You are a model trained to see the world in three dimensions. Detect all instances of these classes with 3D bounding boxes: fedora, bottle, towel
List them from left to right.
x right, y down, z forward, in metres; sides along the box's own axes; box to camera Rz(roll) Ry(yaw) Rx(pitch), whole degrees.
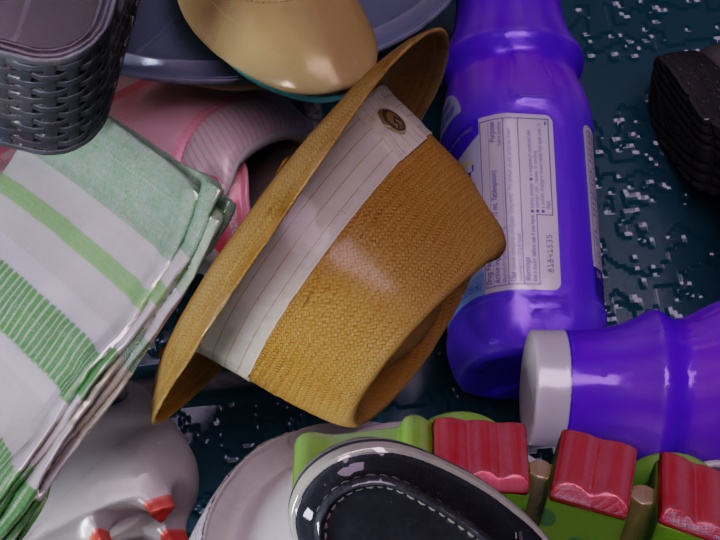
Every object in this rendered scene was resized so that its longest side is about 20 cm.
[{"bbox_3d":[-0.140,0.030,0.814,0.200,0.023,0.152,-56,39,-2],"label":"towel"},{"bbox_3d":[0.000,0.000,0.822,0.082,0.201,0.201,37,69,4],"label":"fedora"},{"bbox_3d":[0.070,-0.047,0.939,0.065,0.084,0.200,2,69,-9],"label":"bottle"},{"bbox_3d":[0.166,0.051,0.848,0.200,0.084,0.065,2,38,-3],"label":"bottle"}]

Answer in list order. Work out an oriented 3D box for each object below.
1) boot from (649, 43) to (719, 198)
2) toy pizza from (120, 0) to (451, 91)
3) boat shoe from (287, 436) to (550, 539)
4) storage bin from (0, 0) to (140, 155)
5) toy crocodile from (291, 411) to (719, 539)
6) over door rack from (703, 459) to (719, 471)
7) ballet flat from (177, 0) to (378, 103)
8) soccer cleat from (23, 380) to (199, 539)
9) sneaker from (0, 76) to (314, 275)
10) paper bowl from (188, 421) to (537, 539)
[{"bbox_3d":[0.227,-0.045,0.953,0.131,0.070,0.200,-15,57,-12],"label":"boot"},{"bbox_3d":[-0.052,-0.128,0.951,0.200,0.032,0.200,-3,35,2],"label":"toy pizza"},{"bbox_3d":[0.050,0.138,0.697,0.075,0.062,0.200,-37,95,7],"label":"boat shoe"},{"bbox_3d":[-0.180,-0.139,0.794,0.200,0.094,0.135,13,70,-2],"label":"storage bin"},{"bbox_3d":[0.074,0.084,0.751,0.200,0.062,0.068,10,38,0],"label":"toy crocodile"},{"bbox_3d":[0.158,0.190,0.830,0.066,0.148,0.200,-4,68,5],"label":"over door rack"},{"bbox_3d":[-0.052,-0.138,0.881,0.069,0.063,0.200,-16,37,-20],"label":"ballet flat"},{"bbox_3d":[-0.165,0.109,0.874,0.200,0.069,0.078,-20,52,-12],"label":"soccer cleat"},{"bbox_3d":[-0.104,-0.024,0.904,0.200,0.075,0.105,-33,45,-21],"label":"sneaker"},{"bbox_3d":[0.028,0.139,0.812,0.200,0.104,0.201,19,35,-14],"label":"paper bowl"}]
